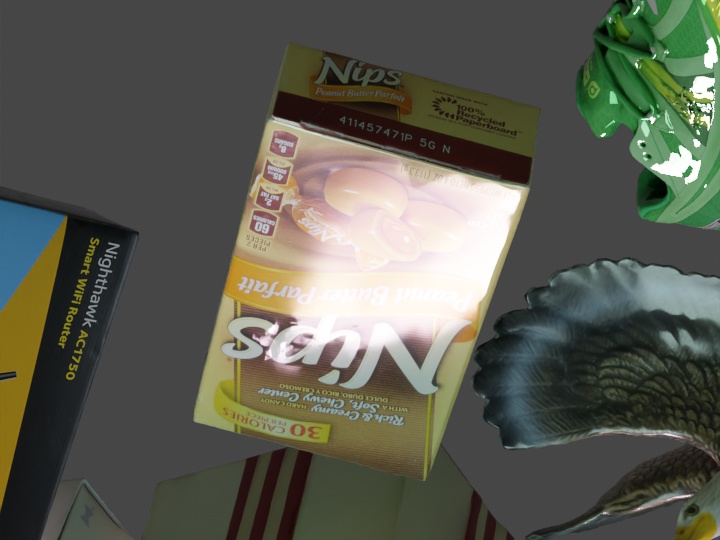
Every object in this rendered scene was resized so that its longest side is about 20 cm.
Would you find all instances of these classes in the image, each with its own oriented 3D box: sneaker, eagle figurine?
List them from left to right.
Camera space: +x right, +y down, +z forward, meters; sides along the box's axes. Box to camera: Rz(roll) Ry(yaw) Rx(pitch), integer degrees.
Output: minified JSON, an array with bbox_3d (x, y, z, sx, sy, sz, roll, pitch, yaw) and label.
[{"bbox_3d":[0.124,-0.085,1.189,0.083,0.074,0.201,-6,133,13],"label":"sneaker"},{"bbox_3d":[0.163,0.078,1.324,0.199,0.151,0.153,18,101,36],"label":"eagle figurine"}]

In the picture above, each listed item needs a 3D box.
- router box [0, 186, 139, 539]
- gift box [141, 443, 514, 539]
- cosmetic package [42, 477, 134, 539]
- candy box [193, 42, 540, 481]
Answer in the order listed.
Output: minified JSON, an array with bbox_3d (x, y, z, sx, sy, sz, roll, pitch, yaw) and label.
[{"bbox_3d":[-0.196,0.057,1.301,0.149,0.051,0.201,13,99,-41],"label":"router box"},{"bbox_3d":[-0.023,0.211,1.434,0.199,0.187,0.185,-21,126,29],"label":"gift box"},{"bbox_3d":[-0.205,0.175,1.508,0.199,0.073,0.104,-11,130,31],"label":"cosmetic package"},{"bbox_3d":[0.000,0.000,1.314,0.115,0.055,0.201,15,135,-2],"label":"candy box"}]
